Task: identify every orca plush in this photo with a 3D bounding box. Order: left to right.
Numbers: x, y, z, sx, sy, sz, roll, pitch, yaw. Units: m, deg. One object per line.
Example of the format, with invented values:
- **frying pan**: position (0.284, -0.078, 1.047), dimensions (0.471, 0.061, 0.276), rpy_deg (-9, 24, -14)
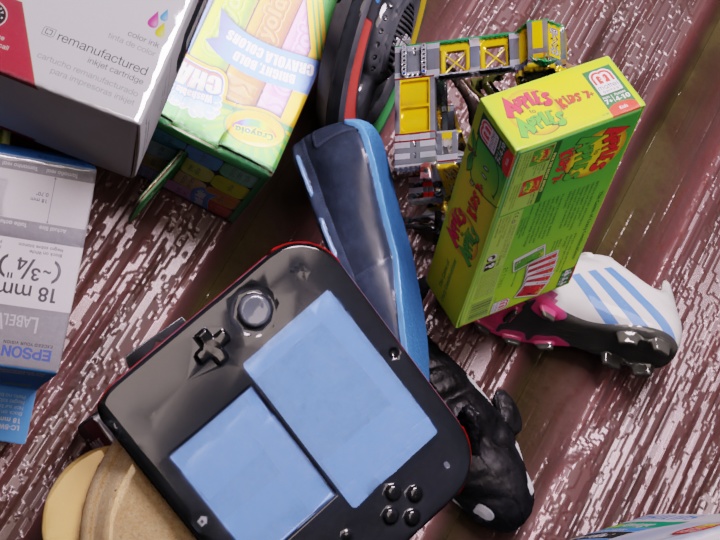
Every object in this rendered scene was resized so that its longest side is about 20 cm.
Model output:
- **orca plush**: position (0.079, 0.099, 1.112), dimensions (0.104, 0.071, 0.202), rpy_deg (-13, 82, -21)

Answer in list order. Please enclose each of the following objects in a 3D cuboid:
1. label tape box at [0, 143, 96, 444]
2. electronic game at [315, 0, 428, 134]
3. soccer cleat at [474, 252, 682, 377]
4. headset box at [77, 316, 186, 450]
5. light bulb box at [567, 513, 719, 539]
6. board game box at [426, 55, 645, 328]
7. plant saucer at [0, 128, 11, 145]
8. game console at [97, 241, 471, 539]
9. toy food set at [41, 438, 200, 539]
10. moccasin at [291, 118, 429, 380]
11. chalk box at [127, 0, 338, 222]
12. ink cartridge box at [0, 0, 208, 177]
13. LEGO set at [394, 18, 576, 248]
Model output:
- **label tape box**: position (-0.258, 0.017, 0.953), dimensions (0.143, 0.063, 0.202), rpy_deg (9, 98, -23)
- **electronic game**: position (0.016, -0.172, 1.089), dimensions (0.041, 0.200, 0.201), rpy_deg (19, 71, 10)
- **soccer cleat**: position (0.157, 0.018, 1.169), dimensions (0.199, 0.070, 0.087), rpy_deg (19, 50, -12)
- **headset box**: position (-0.088, 0.129, 1.044), dimensions (0.148, 0.077, 0.201), rpy_deg (-34, 92, -23)
- **light bulb box**: position (0.186, 0.250, 1.047), dimensions (0.198, 0.198, 0.126), rpy_deg (-12, 84, -22)
- **board game box**: position (0.114, -0.049, 1.024), dimensions (0.101, 0.201, 0.048), rpy_deg (-21, 61, -22)
- **plant saucer**: position (-0.338, -0.023, 0.973), dimensions (0.198, 0.048, 0.202), rpy_deg (4, 100, -23)
- **game console**: position (-0.040, 0.103, 0.940), dimensions (0.177, 0.031, 0.201), rpy_deg (-41, 101, -19)
- **toy food set**: position (-0.088, 0.173, 0.959), dimensions (0.200, 0.049, 0.199), rpy_deg (-37, 100, -21)
- **moccasin**: position (0.000, 0.000, 1.029), dimensions (0.068, 0.080, 0.202), rpy_deg (-13, 84, 13)
- **chalk box**: position (-0.108, -0.122, 1.068), dimensions (0.123, 0.125, 0.201), rpy_deg (26, 72, -11)
- **ink cartridge box**: position (-0.173, -0.183, 0.949), dimensions (0.145, 0.083, 0.201), rpy_deg (20, 67, -4)
- **LEGO set**: position (0.096, -0.080, 1.083), dimensions (0.152, 0.200, 0.117), rpy_deg (-1, 65, 4)
